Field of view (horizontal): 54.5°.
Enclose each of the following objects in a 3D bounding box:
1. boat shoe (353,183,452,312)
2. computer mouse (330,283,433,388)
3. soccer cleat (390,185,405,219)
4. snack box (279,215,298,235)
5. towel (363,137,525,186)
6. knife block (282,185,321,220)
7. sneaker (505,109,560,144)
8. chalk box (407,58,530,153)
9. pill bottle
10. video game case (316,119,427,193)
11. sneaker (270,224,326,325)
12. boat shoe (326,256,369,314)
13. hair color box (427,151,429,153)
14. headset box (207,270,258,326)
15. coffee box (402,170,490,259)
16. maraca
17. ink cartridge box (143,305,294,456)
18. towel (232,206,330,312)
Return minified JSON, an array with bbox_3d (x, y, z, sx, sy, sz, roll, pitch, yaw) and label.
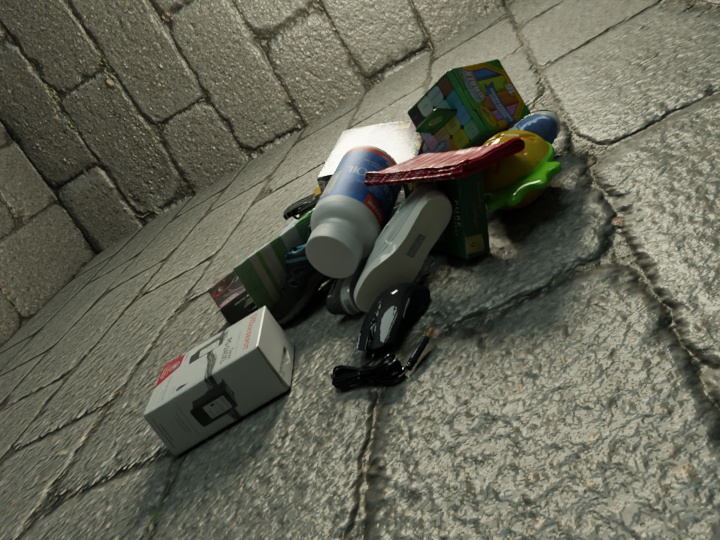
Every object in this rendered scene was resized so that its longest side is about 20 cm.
[{"bbox_3d":[0.051,-0.035,0.997,0.203,0.071,0.069,-60,29,17],"label":"boat shoe"},{"bbox_3d":[0.045,0.067,0.898,0.139,0.047,0.200,-13,28,48],"label":"computer mouse"},{"bbox_3d":[0.093,-0.124,1.182,0.198,0.083,0.071,-13,71,57],"label":"soccer cleat"},{"bbox_3d":[-0.084,-0.091,1.454,0.166,0.069,0.201,-20,22,36],"label":"snack box"},{"bbox_3d":[0.114,-0.151,0.975,0.143,0.023,0.197,-27,18,-38],"label":"towel"},{"bbox_3d":[-0.047,-0.137,1.314,0.173,0.065,0.200,-7,29,46],"label":"knife block"},{"bbox_3d":[0.241,-0.183,1.141,0.198,0.076,0.077,-37,12,24],"label":"sneaker"},{"bbox_3d":[0.175,-0.261,1.189,0.198,0.126,0.124,-26,-8,-42],"label":"chalk box"},{"bbox_3d":[-0.011,-0.088,1.063,0.110,0.113,0.203,-17,36,37],"label":"pill bottle"},{"bbox_3d":[0.030,-0.209,1.249,0.176,0.037,0.202,-6,32,18],"label":"video game case"},{"bbox_3d":[-0.098,0.005,1.165,0.201,0.081,0.073,-50,4,19],"label":"sneaker"},{"bbox_3d":[0.000,0.000,1.114,0.065,0.070,0.202,-16,33,35],"label":"boat shoe"},{"bbox_3d":[0.128,-0.231,1.419,0.197,0.061,0.100,-32,-2,4],"label":"hair color box"},{"bbox_3d":[-0.196,0.041,1.307,0.147,0.076,0.200,-36,19,-10],"label":"headset box"},{"bbox_3d":[0.123,-0.093,1.043,0.043,0.127,0.199,-12,12,-17],"label":"coffee box"},{"bbox_3d":[0.222,-0.140,1.014,0.135,0.108,0.201,-33,19,13],"label":"maraca"},{"bbox_3d":[-0.201,0.156,1.026,0.197,0.084,0.146,-31,19,8],"label":"ink cartridge box"},{"bbox_3d":[-0.109,-0.013,1.198,0.198,0.154,0.023,-37,46,-12],"label":"towel"}]
